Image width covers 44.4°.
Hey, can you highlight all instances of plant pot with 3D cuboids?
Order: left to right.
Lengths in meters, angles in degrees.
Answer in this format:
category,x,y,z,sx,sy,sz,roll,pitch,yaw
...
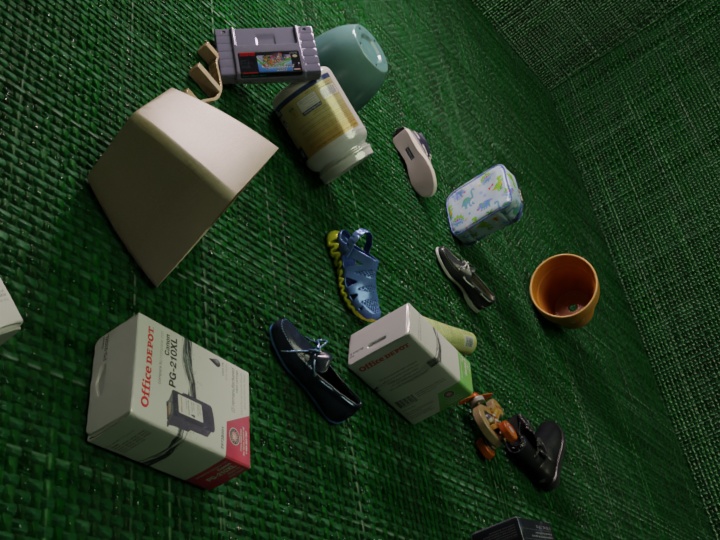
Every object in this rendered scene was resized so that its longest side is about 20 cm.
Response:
category,x,y,z,sx,sy,sz,roll,pitch,yaw
plant pot,-0.266,-0.137,1.263,0.177,0.200,0.201,42,29,-9
plant pot,-0.033,-0.462,2.017,0.200,0.159,0.203,42,31,-33
plant pot,0.618,0.082,2.620,0.183,0.197,0.203,49,23,-55

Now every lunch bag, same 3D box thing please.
category,x,y,z,sx,sy,sz,roll,pitch,yaw
lunch bag,0.326,-0.174,2.320,0.082,0.198,0.163,34,35,-41

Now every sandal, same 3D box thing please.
category,x,y,z,sx,sy,sz,roll,pitch,yaw
sandal,0.000,0.000,1.698,0.079,0.086,0.203,9,57,-59

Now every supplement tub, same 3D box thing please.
category,x,y,z,sx,sy,sz,roll,pitch,yaw
supplement tub,-0.074,-0.293,1.793,0.202,0.143,0.144,58,26,-3

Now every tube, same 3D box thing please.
category,x,y,z,sx,sy,sz,roll,pitch,yaw
tube,0.181,0.143,1.924,0.058,0.053,0.198,26,5,40

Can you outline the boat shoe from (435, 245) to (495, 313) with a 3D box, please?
category,x,y,z,sx,sy,sz,roll,pitch,yaw
boat shoe,0.259,0.012,2.172,0.201,0.060,0.076,50,28,-20

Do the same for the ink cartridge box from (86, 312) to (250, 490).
category,x,y,z,sx,sy,sz,roll,pitch,yaw
ink cartridge box,-0.235,0.168,1.111,0.199,0.084,0.147,36,34,-40

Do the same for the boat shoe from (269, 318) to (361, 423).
category,x,y,z,sx,sy,sz,roll,pitch,yaw
boat shoe,-0.068,0.153,1.440,0.201,0.068,0.085,51,27,-17

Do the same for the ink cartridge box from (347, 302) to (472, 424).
category,x,y,z,sx,sy,sz,roll,pitch,yaw
ink cartridge box,0.092,0.173,1.617,0.200,0.144,0.085,44,30,-29

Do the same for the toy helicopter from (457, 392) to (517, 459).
category,x,y,z,sx,sy,sz,roll,pitch,yaw
toy helicopter,0.276,0.313,1.913,0.133,0.079,0.200,52,15,4

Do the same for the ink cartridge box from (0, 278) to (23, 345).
category,x,y,z,sx,sy,sz,roll,pitch,yaw
ink cartridge box,-0.436,0.004,0.848,0.202,0.145,0.083,61,28,2

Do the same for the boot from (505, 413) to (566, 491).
category,x,y,z,sx,sy,sz,roll,pitch,yaw
boot,0.402,0.383,2.035,0.169,0.076,0.202,52,33,-25

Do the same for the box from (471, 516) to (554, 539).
category,x,y,z,sx,sy,sz,roll,pitch,yaw
box,0.308,0.578,1.642,0.148,0.106,0.203,25,43,-50

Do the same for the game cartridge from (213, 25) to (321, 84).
category,x,y,z,sx,sy,sz,roll,pitch,yaw
game cartridge,-0.181,-0.420,1.715,0.196,0.039,0.131,-6,54,-13

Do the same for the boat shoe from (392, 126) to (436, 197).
category,x,y,z,sx,sy,sz,roll,pitch,yaw
boat shoe,0.161,-0.278,2.269,0.092,0.074,0.203,-1,63,-52

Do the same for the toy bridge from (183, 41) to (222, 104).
category,x,y,z,sx,sy,sz,roll,pitch,yaw
toy bridge,-0.282,-0.344,1.605,0.067,0.027,0.202,47,29,-29
